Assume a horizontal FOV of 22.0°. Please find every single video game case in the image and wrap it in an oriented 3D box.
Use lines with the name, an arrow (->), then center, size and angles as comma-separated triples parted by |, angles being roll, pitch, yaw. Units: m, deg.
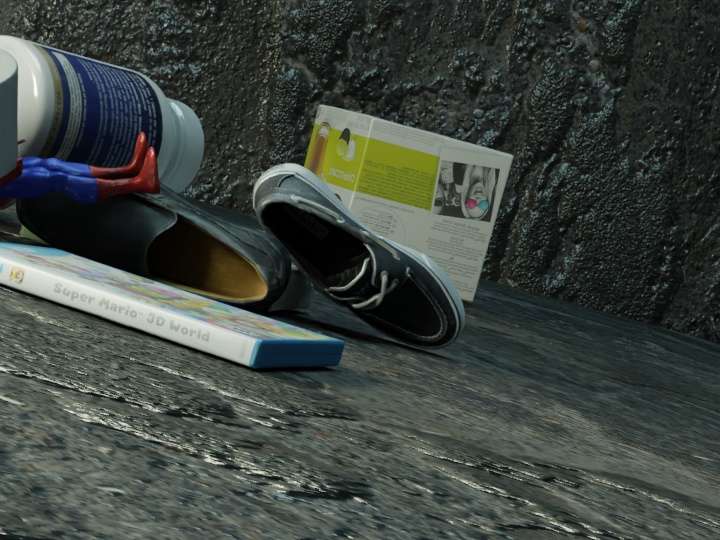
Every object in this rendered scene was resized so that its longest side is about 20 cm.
video game case -> -0.122, 0.019, 1.072 | 0.200, 0.018, 0.143 | 17, 3, 18

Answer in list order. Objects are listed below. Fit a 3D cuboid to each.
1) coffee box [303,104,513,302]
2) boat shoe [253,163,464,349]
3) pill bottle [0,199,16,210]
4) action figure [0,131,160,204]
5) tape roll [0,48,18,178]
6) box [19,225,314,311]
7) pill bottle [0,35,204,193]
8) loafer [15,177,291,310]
coffee box -> 0.044, -0.087, 2.374 | 0.200, 0.198, 0.200 | 13, 5, -22
boat shoe -> 0.000, 0.000, 1.396 | 0.200, 0.072, 0.068 | 42, 18, -19
pill bottle -> -0.351, -0.115, 1.440 | 0.113, 0.113, 0.200 | 18, 3, 37
action figure -> -0.239, -0.063, 1.245 | 0.200, 0.052, 0.065 | -11, 26, -13
tape roll -> -0.317, -0.101, 1.170 | 0.200, 0.066, 0.200 | 3, 21, -1
box -> -0.142, -0.012, 1.420 | 0.200, 0.036, 0.144 | 15, 2, 9
pill bottle -> -0.215, -0.109, 1.436 | 0.111, 0.111, 0.200 | 18, 5, 36
loafer -> -0.144, -0.024, 1.291 | 0.200, 0.073, 0.072 | 15, 7, -3
